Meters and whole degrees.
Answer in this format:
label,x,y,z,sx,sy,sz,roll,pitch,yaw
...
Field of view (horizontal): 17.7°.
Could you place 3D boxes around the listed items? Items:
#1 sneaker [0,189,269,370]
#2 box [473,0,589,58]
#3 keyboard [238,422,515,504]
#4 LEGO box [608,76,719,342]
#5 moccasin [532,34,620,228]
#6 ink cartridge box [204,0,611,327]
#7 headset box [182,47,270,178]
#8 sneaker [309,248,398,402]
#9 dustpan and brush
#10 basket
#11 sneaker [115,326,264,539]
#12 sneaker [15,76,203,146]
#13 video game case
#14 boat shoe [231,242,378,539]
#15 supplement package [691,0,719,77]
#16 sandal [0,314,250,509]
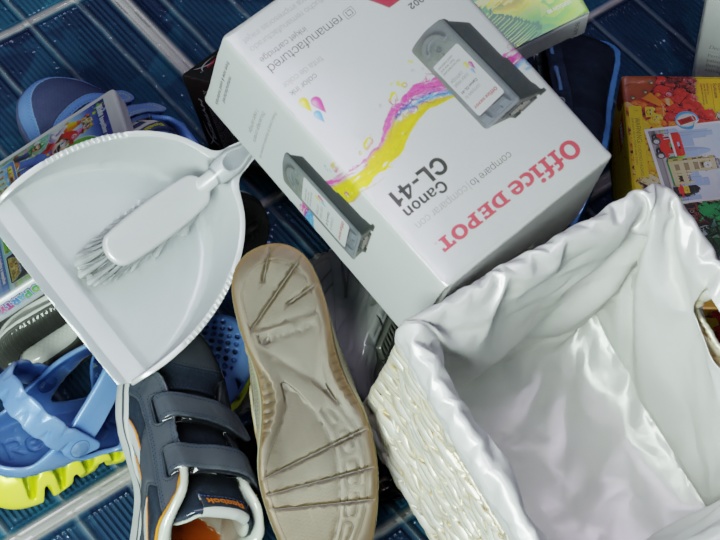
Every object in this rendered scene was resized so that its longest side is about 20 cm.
label,x,y,z,sx,sy,sz,roll,pitch,yaw
sneaker,-0.156,-0.022,1.491,0.199,0.076,0.116,-28,46,12
box,0.037,-0.210,1.475,0.144,0.036,0.201,-27,78,-9
keyboard,0.018,0.112,1.454,0.198,0.040,0.104,-17,34,-16
LEGO box,0.248,-0.030,1.533,0.147,0.077,0.201,0,52,-2
moccasin,0.130,-0.088,1.586,0.068,0.081,0.201,19,39,-4
ink cartridge box,0.027,-0.085,1.368,0.147,0.086,0.200,-37,77,-24
headset box,0.002,-0.122,1.557,0.149,0.078,0.199,-38,34,-26
sneaker,0.000,0.000,1.510,0.099,0.078,0.201,5,41,24
dustpan and brush,-0.104,-0.044,1.390,0.200,0.057,0.140,-39,91,-30
basket,0.132,0.093,1.348,0.199,0.161,0.199,-28,79,-20
sneaker,-0.097,0.119,1.373,0.078,0.079,0.202,9,67,-32
sneaker,-0.157,-0.084,1.568,0.199,0.083,0.074,35,60,26
video game case,-0.225,-0.023,1.484,0.199,0.018,0.144,-32,37,7
boat shoe,-0.032,0.084,1.382,0.072,0.065,0.202,-14,86,1
supplement package,0.303,-0.217,1.605,0.116,0.201,0.118,12,52,8
sandal,-0.153,0.076,1.438,0.199,0.087,0.080,-26,52,-23
